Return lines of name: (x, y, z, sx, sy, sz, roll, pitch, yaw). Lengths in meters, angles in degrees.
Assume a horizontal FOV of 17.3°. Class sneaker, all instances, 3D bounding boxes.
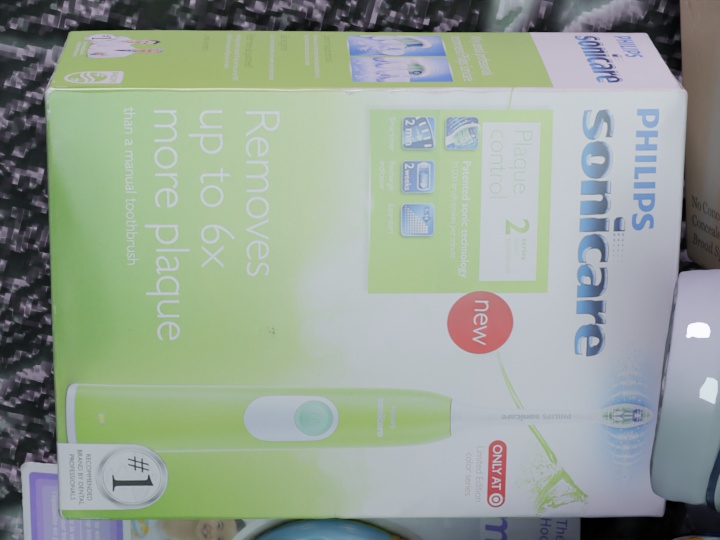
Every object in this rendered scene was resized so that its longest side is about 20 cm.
sneaker: (0.135, 0.047, 0.750, 0.071, 0.200, 0.073, 5, 78, 17)

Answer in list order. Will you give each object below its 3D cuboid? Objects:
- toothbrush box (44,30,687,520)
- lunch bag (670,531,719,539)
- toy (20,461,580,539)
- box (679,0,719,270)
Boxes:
toothbrush box: (0.000, 0.000, 0.781, 0.199, 0.086, 0.146, 0, 108, -3)
lunch bag: (0.068, 0.179, 0.727, 0.200, 0.076, 0.161, -26, 81, 15)
toy: (-0.028, 0.133, 0.812, 0.199, 0.047, 0.116, 5, 105, 17)
box: (0.153, -0.093, 0.743, 0.078, 0.095, 0.201, -10, 108, -18)
